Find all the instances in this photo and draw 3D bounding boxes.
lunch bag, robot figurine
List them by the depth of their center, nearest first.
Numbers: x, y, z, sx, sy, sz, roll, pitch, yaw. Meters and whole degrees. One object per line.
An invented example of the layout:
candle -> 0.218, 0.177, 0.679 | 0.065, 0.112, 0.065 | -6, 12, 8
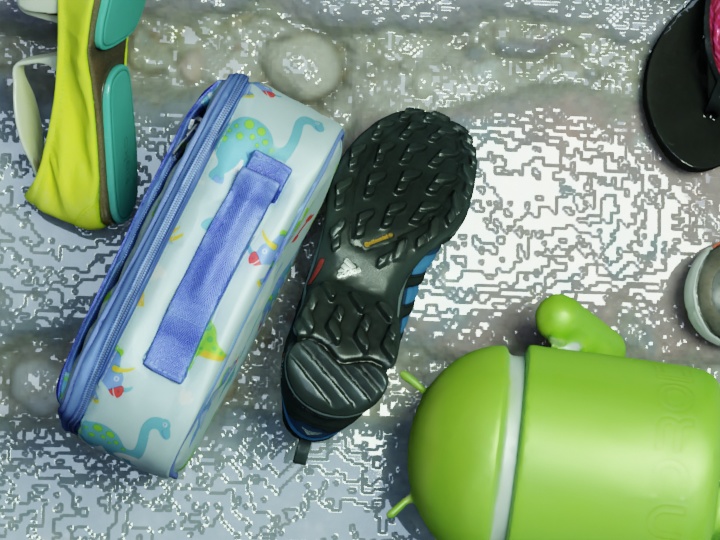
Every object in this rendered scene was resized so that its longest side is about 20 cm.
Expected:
lunch bag -> -0.081, 0.004, 1.026 | 0.082, 0.161, 0.200 | 26, 83, -3
robot figurine -> 0.115, 0.101, 1.054 | 0.200, 0.116, 0.176 | 6, 72, 2

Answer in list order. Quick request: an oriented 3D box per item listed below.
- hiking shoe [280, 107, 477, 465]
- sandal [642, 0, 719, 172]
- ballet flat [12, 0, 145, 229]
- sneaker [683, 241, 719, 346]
hiking shoe -> 0.000, 0.000, 1.080 | 0.074, 0.087, 0.200 | 27, 59, -2
sandal -> 0.224, -0.146, 1.129 | 0.075, 0.045, 0.200 | 35, 82, -3
ballet flat -> -0.147, -0.117, 1.054 | 0.067, 0.067, 0.200 | 12, 112, 12
sneaker -> 0.278, 0.006, 1.102 | 0.200, 0.082, 0.077 | -2, 85, -6
